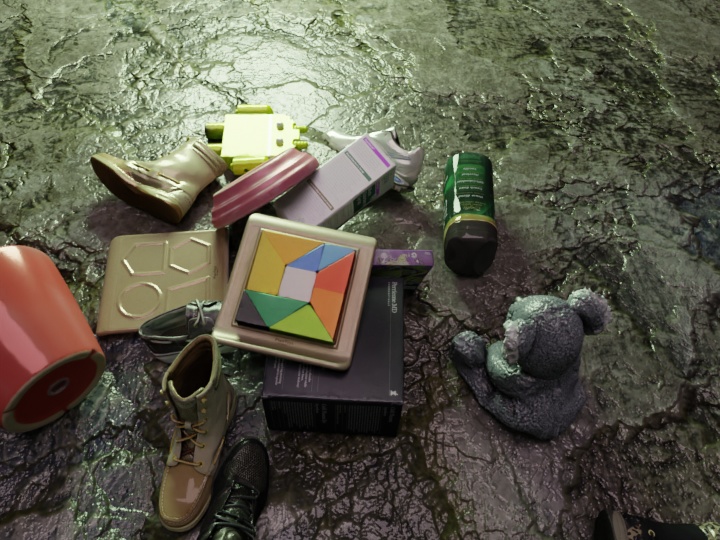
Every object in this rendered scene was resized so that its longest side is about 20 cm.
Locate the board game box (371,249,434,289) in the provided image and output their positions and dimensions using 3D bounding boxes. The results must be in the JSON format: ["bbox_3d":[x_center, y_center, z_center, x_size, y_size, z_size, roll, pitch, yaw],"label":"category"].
[{"bbox_3d":[0.000,0.000,0.919,0.198,0.120,0.033,1,75,-9],"label":"board game box"}]

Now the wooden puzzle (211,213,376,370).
[{"bbox_3d":[-0.084,0.020,0.807,0.183,0.037,0.202,12,64,4],"label":"wooden puzzle"}]

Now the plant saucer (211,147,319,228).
[{"bbox_3d":[-0.162,-0.141,0.991,0.200,0.200,0.051,-39,107,-27],"label":"plant saucer"}]

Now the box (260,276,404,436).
[{"bbox_3d":[-0.032,0.113,0.849,0.180,0.105,0.202,3,53,1],"label":"box"}]

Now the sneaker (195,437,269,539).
[{"bbox_3d":[-0.141,0.284,0.700,0.076,0.114,0.201,32,52,-14],"label":"sneaker"}]

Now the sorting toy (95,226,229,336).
[{"bbox_3d":[-0.303,0.017,0.956,0.198,0.037,0.187,-7,53,-3],"label":"sorting toy"}]

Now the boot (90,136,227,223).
[{"bbox_3d":[-0.354,-0.183,1.077,0.199,0.073,0.156,26,56,14],"label":"boot"}]

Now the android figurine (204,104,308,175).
[{"bbox_3d":[-0.197,-0.248,1.158,0.198,0.041,0.183,-1,52,-2],"label":"android figurine"}]

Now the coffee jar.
[{"bbox_3d":[0.181,-0.095,1.021,0.084,0.105,0.202,3,52,3],"label":"coffee jar"}]

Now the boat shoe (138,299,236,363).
[{"bbox_3d":[-0.218,0.076,0.839,0.198,0.071,0.073,-22,48,15],"label":"boat shoe"}]

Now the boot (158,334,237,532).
[{"bbox_3d":[-0.207,0.196,0.744,0.071,0.155,0.201,9,52,4],"label":"boot"}]

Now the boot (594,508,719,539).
[{"bbox_3d":[0.362,0.378,0.690,0.152,0.074,0.205,4,52,-3],"label":"boot"}]

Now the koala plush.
[{"bbox_3d":[0.238,0.106,0.810,0.176,0.201,0.185,-15,55,-15],"label":"koala plush"}]

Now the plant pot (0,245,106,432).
[{"bbox_3d":[-0.445,0.096,0.797,0.177,0.201,0.200,42,61,15],"label":"plant pot"}]

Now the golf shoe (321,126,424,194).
[{"bbox_3d":[0.027,-0.222,1.105,0.199,0.098,0.078,31,12,13],"label":"golf shoe"}]

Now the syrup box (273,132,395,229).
[{"bbox_3d":[-0.040,-0.127,1.009,0.199,0.079,0.082,-37,77,-11],"label":"syrup box"}]
